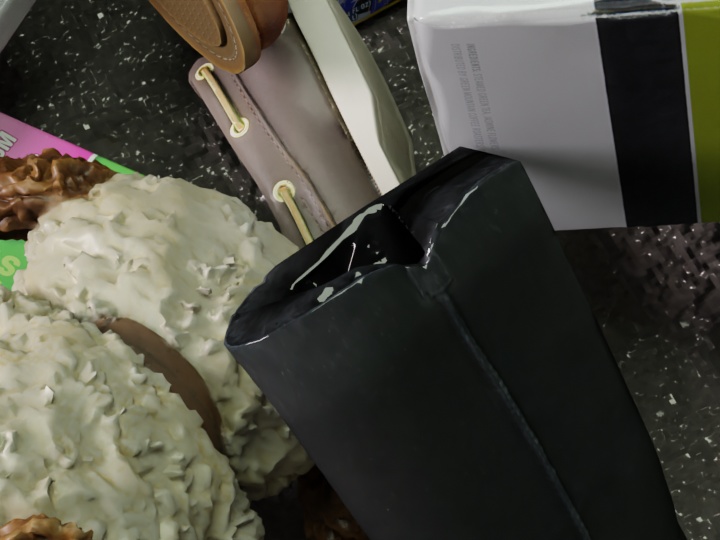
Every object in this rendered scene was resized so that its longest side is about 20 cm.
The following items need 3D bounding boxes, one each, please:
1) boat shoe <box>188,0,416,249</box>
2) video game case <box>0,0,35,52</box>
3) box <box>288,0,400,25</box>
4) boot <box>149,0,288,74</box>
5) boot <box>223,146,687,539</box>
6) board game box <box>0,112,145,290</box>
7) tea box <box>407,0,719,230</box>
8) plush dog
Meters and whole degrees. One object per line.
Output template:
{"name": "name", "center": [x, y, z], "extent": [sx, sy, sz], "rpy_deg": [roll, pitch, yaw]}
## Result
{"name": "boat shoe", "center": [0.000, 0.000, 0.851], "extent": [0.059, 0.072, 0.201], "rpy_deg": [-27, 65, 8]}
{"name": "video game case", "center": [-0.215, -0.100, 0.890], "extent": [0.199, 0.018, 0.144], "rpy_deg": [27, 75, 19]}
{"name": "box", "center": [0.035, -0.158, 0.942], "extent": [0.200, 0.070, 0.064], "rpy_deg": [-30, 59, -15]}
{"name": "boot", "center": [-0.018, -0.163, 0.874], "extent": [0.155, 0.077, 0.200], "rpy_deg": [-18, 53, -13]}
{"name": "boot", "center": [0.022, 0.090, 0.719], "extent": [0.165, 0.201, 0.066], "rpy_deg": [-43, 30, -28]}
{"name": "board game box", "center": [-0.185, 0.001, 0.877], "extent": [0.199, 0.040, 0.153], "rpy_deg": [23, 63, 17]}
{"name": "tea box", "center": [0.117, -0.130, 0.753], "extent": [0.196, 0.134, 0.201], "rpy_deg": [-4, 65, 7]}
{"name": "plush dog", "center": [-0.076, 0.044, 0.753], "extent": [0.200, 0.160, 0.172], "rpy_deg": [40, 56, -4]}
